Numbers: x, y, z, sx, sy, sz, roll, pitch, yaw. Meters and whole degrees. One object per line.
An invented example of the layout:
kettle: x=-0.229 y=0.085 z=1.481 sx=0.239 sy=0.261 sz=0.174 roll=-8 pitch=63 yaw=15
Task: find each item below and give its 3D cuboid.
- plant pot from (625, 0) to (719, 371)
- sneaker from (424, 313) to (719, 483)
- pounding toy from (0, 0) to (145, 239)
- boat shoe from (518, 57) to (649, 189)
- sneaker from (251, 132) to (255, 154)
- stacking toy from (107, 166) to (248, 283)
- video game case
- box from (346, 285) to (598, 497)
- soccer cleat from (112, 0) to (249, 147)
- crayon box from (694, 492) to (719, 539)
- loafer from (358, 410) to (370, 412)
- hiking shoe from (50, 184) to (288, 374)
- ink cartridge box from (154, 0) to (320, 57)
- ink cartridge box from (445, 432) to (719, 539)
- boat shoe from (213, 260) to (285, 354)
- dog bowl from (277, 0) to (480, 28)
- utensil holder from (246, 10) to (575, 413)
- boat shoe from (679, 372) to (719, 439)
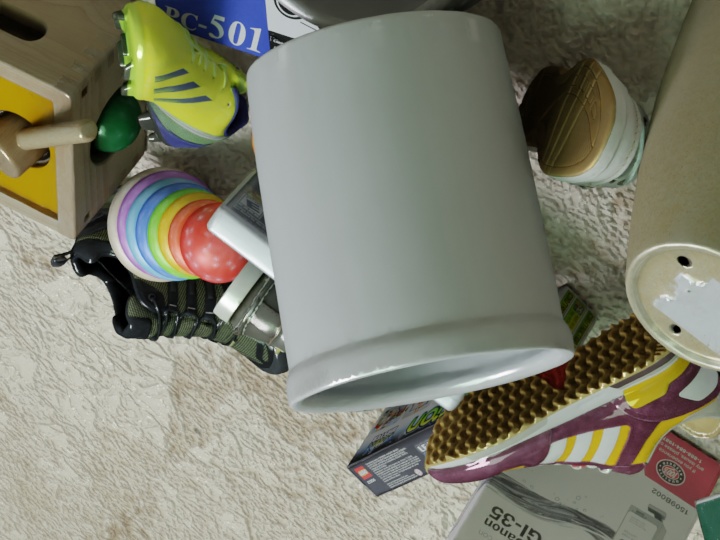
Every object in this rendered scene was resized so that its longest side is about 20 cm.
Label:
plant pot: x=0.227 y=-0.045 z=1.170 sx=0.186 sy=0.200 sz=0.188 roll=22 pitch=143 yaw=18
sneaker: x=0.138 y=0.105 z=1.374 sx=0.199 sy=0.075 sz=0.090 roll=-26 pitch=119 yaw=23
pounding toy: x=-0.236 y=-0.121 z=1.514 sx=0.199 sy=0.142 sz=0.185 roll=26 pitch=144 yaw=14
boat shoe: x=0.143 y=-0.081 z=1.259 sx=0.069 sy=0.071 sz=0.200 roll=26 pitch=-173 yaw=-10
sneaker: x=0.022 y=-0.064 z=1.430 sx=0.199 sy=0.076 sz=0.092 roll=34 pitch=138 yaw=-1
stacking toy: x=-0.121 y=-0.028 z=1.509 sx=0.085 sy=0.085 sz=0.200 roll=47 pitch=170 yaw=-15
video game case: x=0.000 y=0.000 z=1.445 sx=0.199 sy=0.182 sz=0.023 roll=37 pitch=108 yaw=-1
box: x=0.077 y=0.088 z=1.521 sx=0.035 sy=0.110 sz=0.200 roll=43 pitch=144 yaw=-12
soccer cleat: x=-0.116 y=-0.134 z=1.423 sx=0.083 sy=0.065 sz=0.200 roll=-6 pitch=166 yaw=2
crayon box: x=0.327 y=0.142 z=1.363 sx=0.200 sy=0.126 sz=0.051 roll=-31 pitch=68 yaw=52
loafer: x=-0.002 y=0.070 z=1.578 sx=0.200 sy=0.069 sz=0.070 roll=-26 pitch=86 yaw=60
hiking shoe: x=-0.142 y=0.029 z=1.641 sx=0.199 sy=0.101 sz=0.076 roll=37 pitch=148 yaw=0
ink cartridge box: x=-0.041 y=-0.179 z=1.373 sx=0.199 sy=0.044 sz=0.094 roll=21 pitch=140 yaw=21
ink cartridge box: x=0.146 y=0.190 z=1.501 sx=0.146 sy=0.200 sz=0.083 roll=32 pitch=145 yaw=4
boat shoe: x=-0.043 y=0.016 z=1.482 sx=0.060 sy=0.202 sz=0.072 roll=37 pitch=105 yaw=6
dog bowl: x=0.000 y=-0.226 z=1.235 sx=0.199 sy=0.059 sz=0.201 roll=16 pitch=126 yaw=23
utensil holder: x=0.024 y=-0.032 z=1.249 sx=0.169 sy=0.169 sz=0.202 roll=-22 pitch=75 yaw=50
boat shoe: x=0.216 y=0.046 z=1.398 sx=0.073 sy=0.063 sz=0.202 roll=18 pitch=140 yaw=22
